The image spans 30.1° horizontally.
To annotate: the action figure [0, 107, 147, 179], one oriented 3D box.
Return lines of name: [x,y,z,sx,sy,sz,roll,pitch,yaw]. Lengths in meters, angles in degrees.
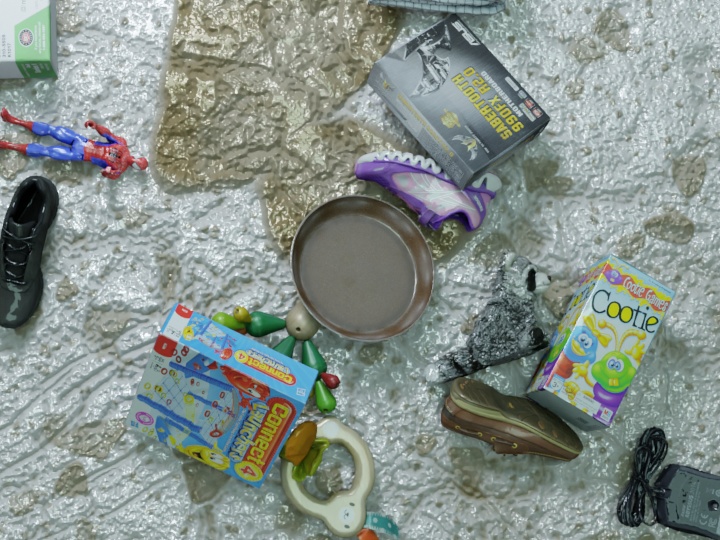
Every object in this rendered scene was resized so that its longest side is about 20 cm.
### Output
action figure: [-0.372,-0.163,1.724,0.198,0.099,0.066,13,84,-7]

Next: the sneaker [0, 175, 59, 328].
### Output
sneaker: [-0.436,-0.028,1.703,0.075,0.091,0.203,8,84,-7]

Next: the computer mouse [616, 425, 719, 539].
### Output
computer mouse: [0.451,0.303,1.790,0.198,0.053,0.140,19,81,7]

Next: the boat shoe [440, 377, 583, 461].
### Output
boat shoe: [0.198,0.208,1.766,0.198,0.072,0.068,23,115,-12]

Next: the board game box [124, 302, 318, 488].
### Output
board game box: [-0.176,0.159,1.661,0.194,0.201,0.056,25,45,-2]

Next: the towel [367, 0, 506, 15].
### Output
towel: [0.107,-0.438,1.792,0.197,0.086,0.167,6,66,-5]

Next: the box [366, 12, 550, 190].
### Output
box: [0.129,-0.226,1.767,0.158,0.048,0.200,-34,77,-30]

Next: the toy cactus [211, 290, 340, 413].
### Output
toy cactus: [-0.098,0.094,1.735,0.199,0.102,0.166,33,72,6]

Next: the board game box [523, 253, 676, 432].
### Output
board game box: [0.313,0.097,1.760,0.102,0.105,0.201,30,77,-2]

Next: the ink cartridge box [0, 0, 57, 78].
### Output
ink cartridge box: [-0.497,-0.328,1.730,0.197,0.084,0.147,-2,84,-6]

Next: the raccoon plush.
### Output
raccoon plush: [0.162,0.057,1.764,0.198,0.097,0.135,-17,78,-8]

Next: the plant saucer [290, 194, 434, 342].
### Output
plant saucer: [0.000,0.000,1.757,0.198,0.032,0.203,6,69,-17]

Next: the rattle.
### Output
rattle: [-0.016,0.281,1.696,0.129,0.143,0.201,-24,80,-27]

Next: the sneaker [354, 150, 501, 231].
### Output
sneaker: [0.086,-0.102,1.776,0.198,0.080,0.090,13,86,-6]
